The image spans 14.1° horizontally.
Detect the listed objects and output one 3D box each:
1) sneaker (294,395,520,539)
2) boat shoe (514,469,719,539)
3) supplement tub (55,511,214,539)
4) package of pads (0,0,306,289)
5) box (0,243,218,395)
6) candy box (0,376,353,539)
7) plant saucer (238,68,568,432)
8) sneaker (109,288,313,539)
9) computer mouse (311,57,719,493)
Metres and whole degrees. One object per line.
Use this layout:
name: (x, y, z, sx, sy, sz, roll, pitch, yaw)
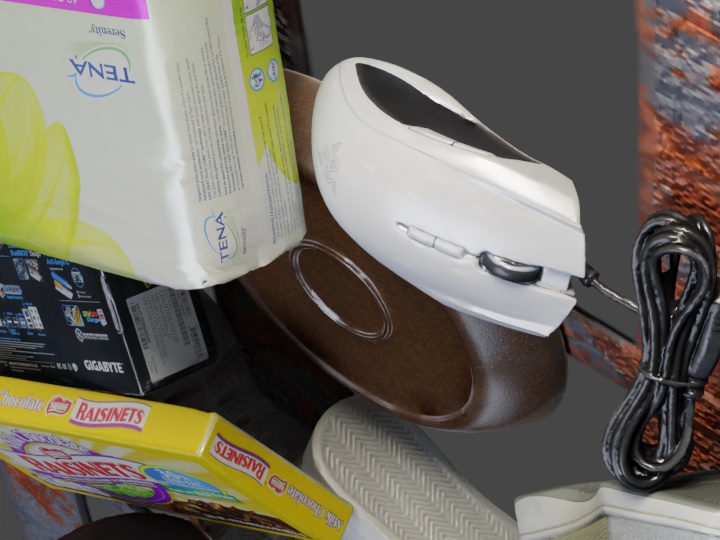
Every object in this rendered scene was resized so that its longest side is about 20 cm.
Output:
sneaker: (0.043, 0.153, 1.370, 0.200, 0.074, 0.116, 51, 159, 8)
boat shoe: (0.118, 0.113, 1.144, 0.202, 0.074, 0.065, 164, 101, -67)
supplement tub: (-0.095, 0.221, 1.397, 0.107, 0.107, 0.200, 22, 137, 40)
package of pads: (-0.115, -0.079, 1.163, 0.200, 0.068, 0.155, 12, 120, 44)
box: (-0.154, -0.027, 1.347, 0.200, 0.046, 0.159, 1, 112, 57)
candy box: (-0.107, 0.084, 1.342, 0.200, 0.026, 0.102, 6, 155, 44)
plant saucer: (0.000, 0.000, 1.227, 0.200, 0.032, 0.200, 35, 154, 20)
sneaker: (-0.081, 0.083, 1.455, 0.112, 0.078, 0.200, 7, 127, 60)
computer mouse: (0.048, -0.008, 1.087, 0.200, 0.044, 0.110, 33, 131, 26)
